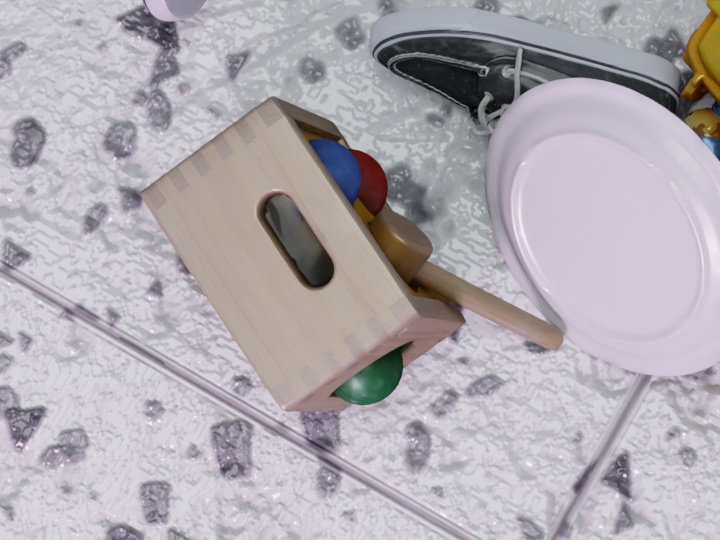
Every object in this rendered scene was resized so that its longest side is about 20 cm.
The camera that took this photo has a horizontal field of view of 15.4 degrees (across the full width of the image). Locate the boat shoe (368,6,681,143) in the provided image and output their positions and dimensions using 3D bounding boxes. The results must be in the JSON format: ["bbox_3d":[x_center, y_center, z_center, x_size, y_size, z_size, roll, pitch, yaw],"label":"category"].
[{"bbox_3d":[0.100,-0.111,1.668,0.198,0.074,0.068,14,67,-4],"label":"boat shoe"}]

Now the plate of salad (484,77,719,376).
[{"bbox_3d":[0.161,-0.029,1.611,0.200,0.200,0.048,47,50,9],"label":"plate of salad"}]

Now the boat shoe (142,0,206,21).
[{"bbox_3d":[-0.125,-0.259,1.712,0.070,0.071,0.201,4,84,31],"label":"boat shoe"}]

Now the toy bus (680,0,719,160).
[{"bbox_3d":[0.254,-0.058,1.635,0.200,0.136,0.192,42,101,10],"label":"toy bus"}]

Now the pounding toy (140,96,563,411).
[{"bbox_3d":[0.000,0.000,1.613,0.142,0.184,0.200,-36,81,9],"label":"pounding toy"}]
